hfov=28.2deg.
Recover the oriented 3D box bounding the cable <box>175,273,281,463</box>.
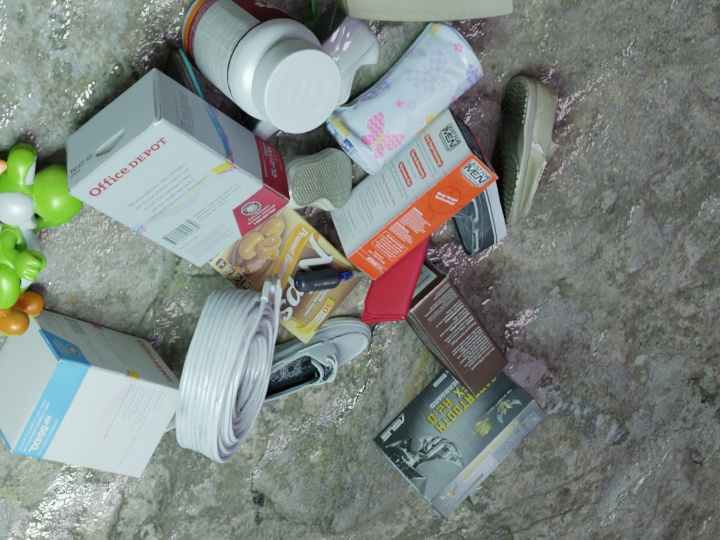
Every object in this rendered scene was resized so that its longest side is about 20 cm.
[{"bbox_3d":[-0.156,0.118,1.661,0.200,0.069,0.201,-63,164,-51],"label":"cable"}]

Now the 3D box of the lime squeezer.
[{"bbox_3d":[-0.071,-0.263,1.642,0.070,0.038,0.201,19,108,-7],"label":"lime squeezer"}]

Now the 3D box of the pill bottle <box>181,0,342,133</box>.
[{"bbox_3d":[-0.105,-0.225,1.523,0.109,0.200,0.110,-16,124,-25],"label":"pill bottle"}]

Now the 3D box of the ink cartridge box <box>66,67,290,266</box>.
[{"bbox_3d":[-0.197,-0.108,1.546,0.145,0.083,0.200,-33,138,25],"label":"ink cartridge box"}]

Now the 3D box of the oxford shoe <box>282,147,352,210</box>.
[{"bbox_3d":[-0.062,-0.106,1.687,0.200,0.057,0.076,-15,107,-65],"label":"oxford shoe"}]

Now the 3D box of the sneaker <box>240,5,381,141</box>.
[{"bbox_3d":[-0.056,-0.202,1.611,0.200,0.071,0.080,-44,123,16],"label":"sneaker"}]

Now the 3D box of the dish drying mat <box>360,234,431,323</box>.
[{"bbox_3d":[0.053,-0.028,1.764,0.018,0.076,0.201,37,60,-36],"label":"dish drying mat"}]

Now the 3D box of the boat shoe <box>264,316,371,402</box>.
[{"bbox_3d":[-0.065,0.122,1.838,0.199,0.071,0.071,-20,126,-23],"label":"boat shoe"}]

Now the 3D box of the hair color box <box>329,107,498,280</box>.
[{"bbox_3d":[0.062,-0.093,1.742,0.200,0.102,0.061,-40,130,17],"label":"hair color box"}]

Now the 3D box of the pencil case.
[{"bbox_3d":[0.053,-0.207,1.718,0.200,0.091,0.083,-42,174,-5],"label":"pencil case"}]

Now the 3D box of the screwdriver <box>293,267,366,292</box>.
[{"bbox_3d":[0.000,0.000,1.778,0.199,0.028,0.029,-14,93,-38],"label":"screwdriver"}]

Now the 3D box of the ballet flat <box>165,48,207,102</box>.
[{"bbox_3d":[-0.183,-0.155,1.605,0.068,0.068,0.201,-29,130,1],"label":"ballet flat"}]

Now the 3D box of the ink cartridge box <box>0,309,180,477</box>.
[{"bbox_3d":[-0.309,0.144,1.651,0.199,0.129,0.126,21,105,-40],"label":"ink cartridge box"}]

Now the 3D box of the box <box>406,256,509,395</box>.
[{"bbox_3d":[0.110,0.067,1.904,0.075,0.100,0.200,-41,131,-6],"label":"box"}]

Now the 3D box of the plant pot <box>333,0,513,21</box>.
[{"bbox_3d":[0.038,-0.377,1.545,0.176,0.200,0.201,-19,126,-12],"label":"plant pot"}]

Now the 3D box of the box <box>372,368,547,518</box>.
[{"bbox_3d":[0.134,0.217,1.969,0.200,0.158,0.048,-44,131,-3],"label":"box"}]

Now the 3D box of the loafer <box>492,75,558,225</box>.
[{"bbox_3d":[0.219,-0.154,1.863,0.068,0.076,0.202,-5,118,-25],"label":"loafer"}]

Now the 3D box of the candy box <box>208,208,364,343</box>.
[{"bbox_3d":[-0.097,-0.011,1.749,0.116,0.055,0.200,-48,131,-1],"label":"candy box"}]

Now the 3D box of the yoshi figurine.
[{"bbox_3d":[-0.349,-0.034,1.543,0.111,0.112,0.202,-10,120,-44],"label":"yoshi figurine"}]

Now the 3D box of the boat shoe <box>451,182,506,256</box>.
[{"bbox_3d":[0.132,-0.098,1.846,0.068,0.072,0.201,-35,137,-13],"label":"boat shoe"}]
